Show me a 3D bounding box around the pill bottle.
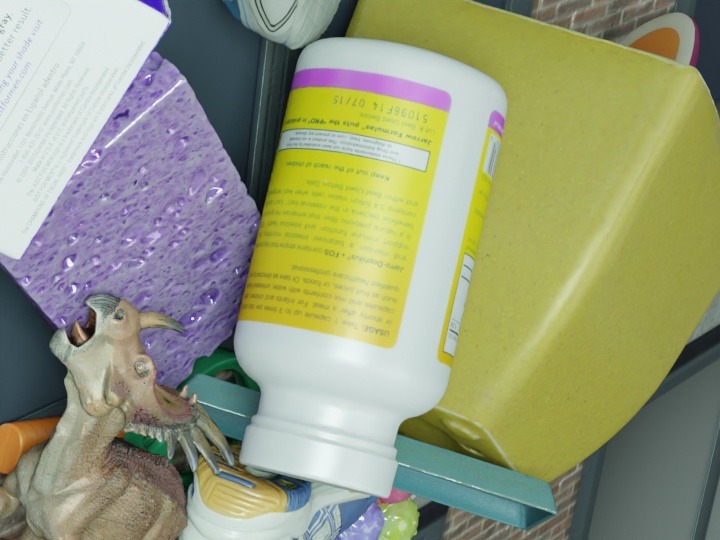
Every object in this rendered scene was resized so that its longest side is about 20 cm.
[{"bbox_3d":[0.000,0.000,1.006,0.104,0.104,0.202,25,76,-59],"label":"pill bottle"}]

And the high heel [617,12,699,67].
[{"bbox_3d":[0.170,-0.068,1.392,0.201,0.067,0.096,-63,149,-2],"label":"high heel"}]

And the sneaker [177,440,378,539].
[{"bbox_3d":[-0.051,0.137,1.144,0.200,0.075,0.089,-1,112,-69],"label":"sneaker"}]

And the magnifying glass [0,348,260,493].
[{"bbox_3d":[-0.116,0.082,1.112,0.200,0.022,0.080,-4,115,-58],"label":"magnifying glass"}]

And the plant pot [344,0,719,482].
[{"bbox_3d":[0.069,-0.003,1.131,0.201,0.193,0.196,-63,154,-15],"label":"plant pot"}]

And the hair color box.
[{"bbox_3d":[-0.178,-0.097,0.726,0.199,0.065,0.110,26,112,-27],"label":"hair color box"}]

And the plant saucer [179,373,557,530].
[{"bbox_3d":[0.001,0.092,1.090,0.070,0.199,0.019,123,-17,-74],"label":"plant saucer"}]

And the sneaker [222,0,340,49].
[{"bbox_3d":[-0.032,-0.164,0.949,0.200,0.072,0.072,115,0,-65],"label":"sneaker"}]

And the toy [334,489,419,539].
[{"bbox_3d":[0.018,0.131,1.322,0.200,0.047,0.116,-45,142,-31],"label":"toy"}]

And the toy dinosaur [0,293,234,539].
[{"bbox_3d":[-0.115,0.106,1.019,0.135,0.086,0.200,-40,160,-12],"label":"toy dinosaur"}]

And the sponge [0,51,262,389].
[{"bbox_3d":[-0.101,-0.011,0.989,0.111,0.030,0.200,-43,153,-9],"label":"sponge"}]
